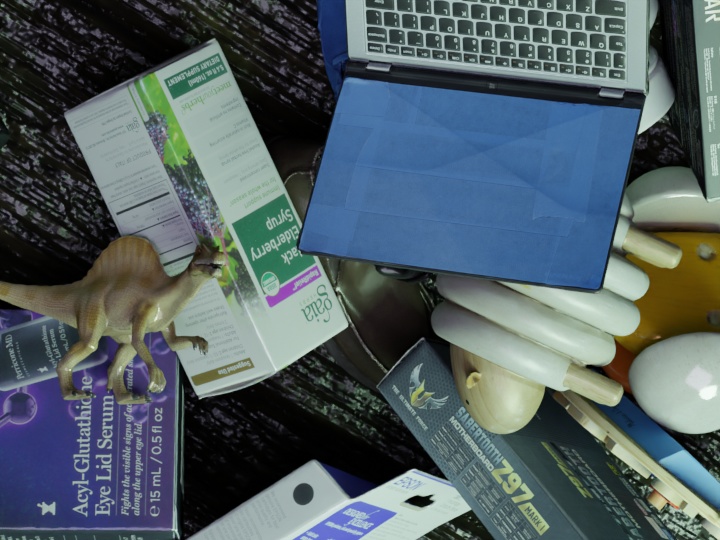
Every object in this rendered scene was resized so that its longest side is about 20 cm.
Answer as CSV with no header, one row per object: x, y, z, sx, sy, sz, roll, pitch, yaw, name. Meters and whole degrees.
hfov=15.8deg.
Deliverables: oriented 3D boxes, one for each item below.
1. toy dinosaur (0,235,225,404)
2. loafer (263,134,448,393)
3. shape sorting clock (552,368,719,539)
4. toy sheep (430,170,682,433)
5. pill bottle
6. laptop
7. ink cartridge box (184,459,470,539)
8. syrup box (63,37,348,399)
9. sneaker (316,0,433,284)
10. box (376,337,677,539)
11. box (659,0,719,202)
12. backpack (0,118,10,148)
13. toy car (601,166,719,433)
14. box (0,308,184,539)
-0.155,0.029,1.587,0.199,0.058,0.102,-6,78,29,toy dinosaur
0.000,0.000,1.647,0.073,0.071,0.200,-48,110,-31,loafer
0.199,0.135,1.651,0.200,0.200,0.039,43,91,-16,shape sorting clock
0.114,0.002,1.547,0.137,0.138,0.201,24,87,-10,toy sheep
0.112,-0.175,1.571,0.119,0.120,0.201,-24,109,7,pill bottle
0.063,-0.112,1.484,0.186,0.116,0.201,8,122,17,laptop
-0.030,0.171,1.668,0.199,0.198,0.044,-30,73,9,ink cartridge box
-0.094,-0.031,1.605,0.081,0.079,0.201,-20,98,43,syrup box
0.010,-0.089,1.586,0.076,0.111,0.201,-17,100,38,sneaker
0.117,0.135,1.622,0.051,0.157,0.200,-48,61,16,box
0.209,-0.162,1.558,0.043,0.160,0.201,-7,110,1,box
-0.338,-0.047,1.606,0.163,0.154,0.201,31,86,-15,backpack
0.245,0.035,1.652,0.199,0.176,0.150,-1,146,-2,toy car
-0.211,0.108,1.644,0.199,0.104,0.149,-1,71,-3,box
